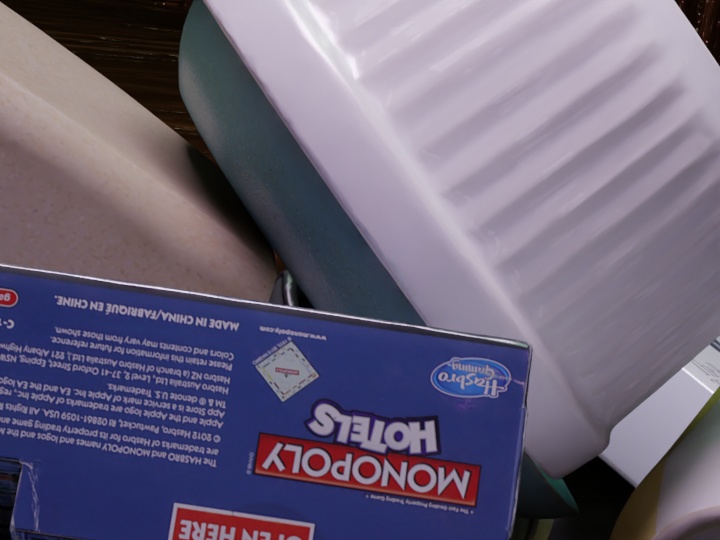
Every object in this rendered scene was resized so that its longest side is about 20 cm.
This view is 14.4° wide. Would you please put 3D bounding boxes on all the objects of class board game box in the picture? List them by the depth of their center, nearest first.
[{"bbox_3d":[-0.071,0.060,0.685,0.200,0.062,0.200,9,-20,0],"label":"board game box"}]

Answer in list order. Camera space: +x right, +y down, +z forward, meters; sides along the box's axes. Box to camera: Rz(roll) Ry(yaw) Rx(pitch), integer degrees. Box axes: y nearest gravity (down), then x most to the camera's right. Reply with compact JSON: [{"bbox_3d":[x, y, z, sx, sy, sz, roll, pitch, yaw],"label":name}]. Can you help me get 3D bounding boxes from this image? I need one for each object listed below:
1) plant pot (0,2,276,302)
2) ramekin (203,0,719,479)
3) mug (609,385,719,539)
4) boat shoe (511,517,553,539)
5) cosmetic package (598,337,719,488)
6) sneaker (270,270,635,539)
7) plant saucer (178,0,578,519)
[{"bbox_3d":[-0.131,0.017,0.843,0.177,0.200,0.200,23,7,-6],"label":"plant pot"},{"bbox_3d":[0.042,-0.049,0.835,0.200,0.105,0.200,54,4,-5],"label":"ramekin"},{"bbox_3d":[0.136,0.104,0.874,0.149,0.187,0.153,47,28,12],"label":"mug"},{"bbox_3d":[-0.021,0.069,1.001,0.200,0.073,0.062,11,8,42],"label":"boat shoe"},{"bbox_3d":[0.116,0.045,1.115,0.151,0.052,0.200,38,8,22],"label":"cosmetic package"},{"bbox_3d":[0.033,0.059,1.105,0.200,0.079,0.075,17,9,25],"label":"sneaker"},{"bbox_3d":[0.000,0.000,0.885,0.200,0.027,0.200,55,3,-5],"label":"plant saucer"}]
